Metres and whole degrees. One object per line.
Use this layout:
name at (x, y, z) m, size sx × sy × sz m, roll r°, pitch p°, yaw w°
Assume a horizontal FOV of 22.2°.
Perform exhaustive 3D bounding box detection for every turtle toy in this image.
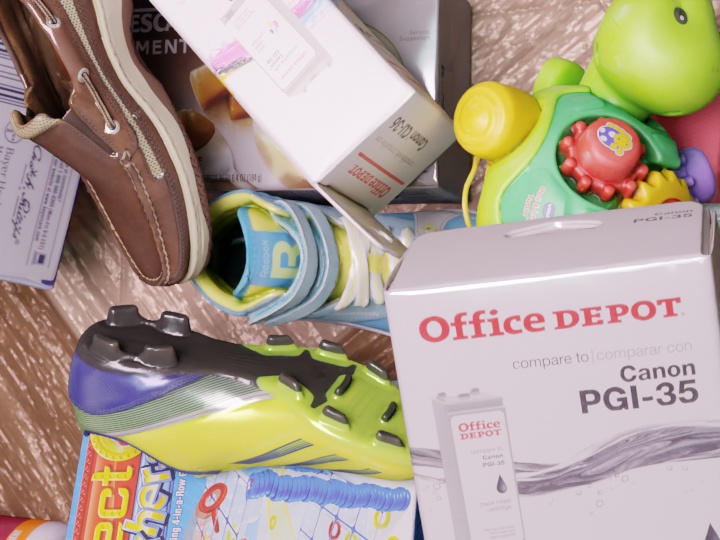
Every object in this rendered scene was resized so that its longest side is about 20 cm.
turtle toy at (0.120, -0.045, 0.901) m, size 0.101 × 0.146 × 0.201 m, roll 13°, pitch 92°, yaw 41°

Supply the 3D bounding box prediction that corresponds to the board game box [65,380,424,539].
board game box at (-0.060, 0.160, 0.979) m, size 0.195 × 0.056 × 0.201 m, roll -3°, pitch 62°, yaw 16°

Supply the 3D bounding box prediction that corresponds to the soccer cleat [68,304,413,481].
soccer cleat at (-0.056, 0.078, 0.960) m, size 0.199 × 0.065 × 0.084 m, roll 14°, pitch 122°, yaw 7°

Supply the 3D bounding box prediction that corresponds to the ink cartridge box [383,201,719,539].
ink cartridge box at (0.098, 0.082, 0.824) m, size 0.146 × 0.083 × 0.201 m, roll -7°, pitch 105°, yaw 13°

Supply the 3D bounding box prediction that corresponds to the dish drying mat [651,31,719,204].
dish drying mat at (0.164, -0.029, 0.979) m, size 0.077 × 0.018 × 0.201 m, roll 3°, pitch 90°, yaw 17°

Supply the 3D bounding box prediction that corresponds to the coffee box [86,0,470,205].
coffee box at (-0.044, -0.095, 1.008) m, size 0.199 × 0.080 × 0.115 m, roll 0°, pitch 86°, yaw 16°

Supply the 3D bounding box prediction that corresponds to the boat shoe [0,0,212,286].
boat shoe at (-0.141, -0.079, 0.914) m, size 0.075 × 0.075 × 0.203 m, roll -5°, pitch 110°, yaw 53°

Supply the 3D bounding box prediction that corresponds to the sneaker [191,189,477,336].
sneaker at (0.000, 0.000, 0.968) m, size 0.199 × 0.131 × 0.080 m, roll 0°, pitch 87°, yaw 16°

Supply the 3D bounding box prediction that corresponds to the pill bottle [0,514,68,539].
pill bottle at (-0.259, 0.191, 1.046) m, size 0.199 × 0.113 × 0.113 m, roll 3°, pitch 89°, yaw 16°

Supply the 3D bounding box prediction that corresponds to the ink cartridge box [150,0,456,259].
ink cartridge box at (-0.021, -0.096, 0.899) m, size 0.067 × 0.116 × 0.200 m, roll -42°, pitch 77°, yaw 7°

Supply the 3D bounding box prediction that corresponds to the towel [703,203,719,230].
towel at (0.235, 0.066, 0.945) m, size 0.149 × 0.031 × 0.201 m, roll 1°, pitch 91°, yaw 10°

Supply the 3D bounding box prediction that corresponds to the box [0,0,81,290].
box at (-0.237, -0.103, 1.011) m, size 0.200 × 0.105 × 0.185 m, roll 18°, pitch 94°, yaw 47°
